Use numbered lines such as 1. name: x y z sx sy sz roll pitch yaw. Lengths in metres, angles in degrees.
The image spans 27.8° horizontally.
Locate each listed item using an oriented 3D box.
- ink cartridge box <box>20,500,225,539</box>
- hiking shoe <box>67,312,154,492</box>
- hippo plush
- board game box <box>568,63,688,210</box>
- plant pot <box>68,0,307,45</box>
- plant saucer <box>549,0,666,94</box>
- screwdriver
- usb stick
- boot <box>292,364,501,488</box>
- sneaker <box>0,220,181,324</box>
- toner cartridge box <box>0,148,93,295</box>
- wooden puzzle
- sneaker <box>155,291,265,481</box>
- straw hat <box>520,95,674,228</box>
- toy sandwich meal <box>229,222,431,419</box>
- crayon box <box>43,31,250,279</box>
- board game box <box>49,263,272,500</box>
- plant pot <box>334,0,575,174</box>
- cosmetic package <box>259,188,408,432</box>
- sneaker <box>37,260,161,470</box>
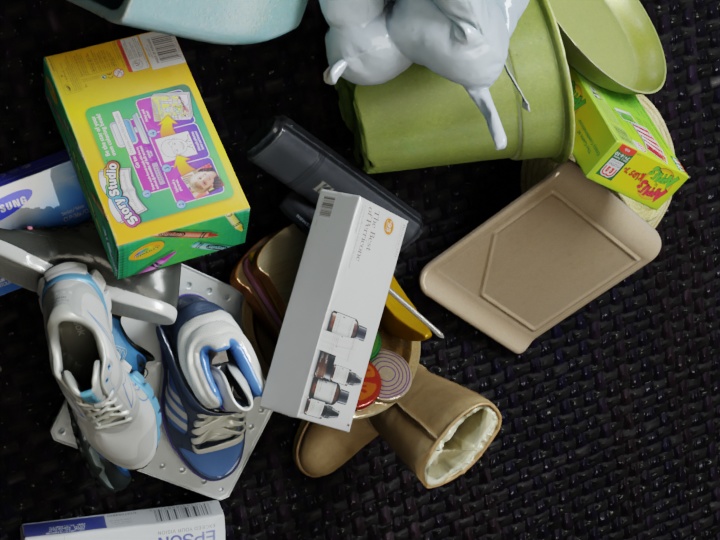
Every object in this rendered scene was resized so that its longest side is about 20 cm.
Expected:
1. ink cartridge box: -0.229 0.334 1.432 0.198 0.041 0.202 -5 109 -15
2. hiking shoe: -0.225 0.106 1.321 0.086 0.074 0.202 -13 107 -11
3. hippo plush: 0.050 -0.220 1.237 0.159 0.160 0.201 -54 133 -51
4. board game box: 0.228 -0.154 1.400 0.101 0.201 0.048 21 124 -35
5. plant pot: -0.135 -0.291 1.208 0.199 0.195 0.198 12 101 -43
6. plant saucer: 0.218 -0.247 1.402 0.199 0.201 0.031 31 130 -29
7. screwdriver: 0.000 0.000 1.361 0.029 0.028 0.200 -44 90 -7
8. usb stick: -0.022 -0.077 1.348 0.055 0.033 0.199 -42 127 20
9. boot: 0.027 0.161 1.414 0.066 0.200 0.176 39 88 -29
10. sneaker: -0.244 -0.028 1.265 0.199 0.071 0.100 18 72 -11
11. toner cartridge box: -0.259 -0.057 1.304 0.199 0.043 0.096 -24 114 -16
12. wooden puzzle: 0.182 -0.014 1.480 0.200 0.037 0.185 -40 133 21
13. sneaker: -0.133 0.126 1.331 0.080 0.146 0.202 -15 111 -19
14. straw hat: 0.272 -0.091 1.510 0.199 0.085 0.203 -8 110 -22
15. toy sandwich meal: -0.023 0.042 1.382 0.204 0.070 0.207 11 60 -19
16. crayon box: -0.185 -0.104 1.245 0.118 0.201 0.058 -17 156 -18
17. board game box: -0.172 0.101 1.404 0.199 0.026 0.201 25 95 -28
18. plant pot: 0.077 -0.171 1.355 0.188 0.200 0.201 -17 113 -6
19. cosmetic package: -0.021 0.037 1.299 0.082 0.050 0.202 23 80 -54
20. sneaker: -0.224 0.098 1.222 0.074 0.087 0.201 -18 119 3
